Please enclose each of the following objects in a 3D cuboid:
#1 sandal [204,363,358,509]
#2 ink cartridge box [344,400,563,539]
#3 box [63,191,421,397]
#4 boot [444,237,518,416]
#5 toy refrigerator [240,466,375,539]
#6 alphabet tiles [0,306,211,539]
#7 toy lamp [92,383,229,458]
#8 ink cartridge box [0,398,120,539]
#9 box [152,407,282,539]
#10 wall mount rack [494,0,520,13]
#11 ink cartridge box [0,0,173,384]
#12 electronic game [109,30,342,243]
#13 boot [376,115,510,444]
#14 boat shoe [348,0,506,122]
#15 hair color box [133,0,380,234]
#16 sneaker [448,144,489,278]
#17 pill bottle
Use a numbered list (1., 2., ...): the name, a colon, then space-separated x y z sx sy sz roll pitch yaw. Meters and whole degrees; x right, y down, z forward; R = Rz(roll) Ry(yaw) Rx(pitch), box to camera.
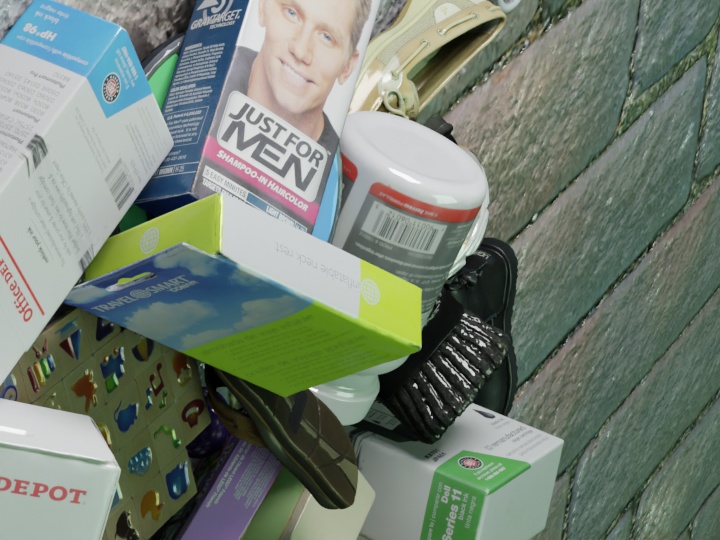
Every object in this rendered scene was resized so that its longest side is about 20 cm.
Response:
1. sandal: -0.068 0.084 1.428 0.201 0.054 0.082 55 30 -26
2. ink cartridge box: 0.039 0.154 1.682 0.146 0.199 0.084 -23 128 -57
3. box: -0.072 0.015 1.274 0.199 0.121 0.048 26 55 -41
4. boot: 0.075 0.074 1.837 0.162 0.073 0.200 -31 131 -55
5. toy refrigerator: -0.068 0.220 1.538 0.070 0.075 0.201 54 45 -32
6. alphabet tiles: -0.157 0.098 1.323 0.200 0.007 0.169 -43 126 -53
7. toy lamp: -0.149 0.093 1.412 0.200 0.058 0.059 22 91 -65
8. ink cartridge box: -0.235 0.174 1.196 0.146 0.086 0.202 13 101 -23
9. box: -0.117 0.188 1.504 0.201 0.039 0.137 -59 -172 -17
10. wall mount rack: 0.177 -0.301 1.717 0.173 0.074 0.202 -31 138 -52
11. ink cartridge box: -0.197 -0.039 1.189 0.201 0.066 0.116 -56 154 -23
12. electronic game: -0.086 -0.056 1.353 0.199 0.041 0.202 -5 98 -43
13. boot: 0.054 0.008 1.583 0.212 0.157 0.079 -57 175 16
14. boat shoe: 0.038 -0.141 1.571 0.201 0.063 0.074 -53 158 -38
15. hair color box: -0.060 -0.113 1.312 0.100 0.060 0.202 31 65 -37
16. sneaker: 0.036 -0.020 1.678 0.201 0.075 0.092 -62 151 -14
17. pill bottle: 0.000 0.000 1.489 0.116 0.115 0.201 -19 139 -58
